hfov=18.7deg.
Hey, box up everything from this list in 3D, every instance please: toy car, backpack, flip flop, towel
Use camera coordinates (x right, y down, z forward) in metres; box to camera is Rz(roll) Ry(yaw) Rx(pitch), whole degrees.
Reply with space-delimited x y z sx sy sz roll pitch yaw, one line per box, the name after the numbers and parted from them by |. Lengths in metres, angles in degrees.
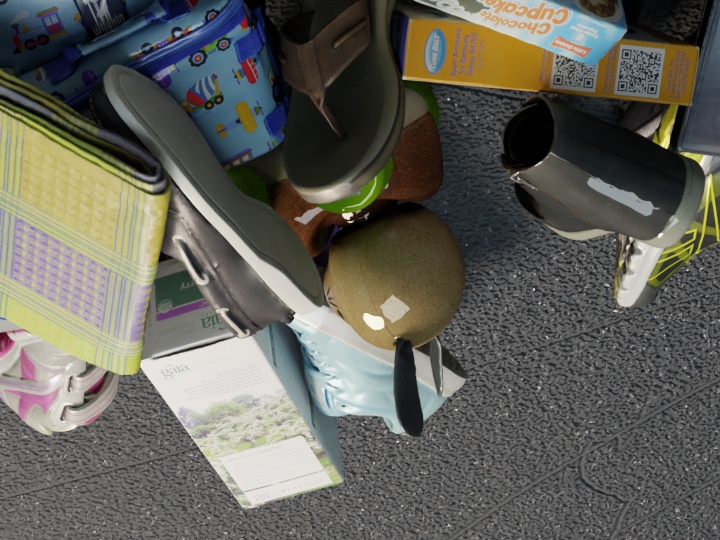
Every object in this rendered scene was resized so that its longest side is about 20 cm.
0.000 0.000 1.344 0.157 0.164 0.201 -20 100 19 | toy car
-0.144 -0.146 1.220 0.181 0.135 0.201 -24 135 -7 | backpack
-0.015 -0.131 1.216 0.081 0.202 0.057 -10 154 38 | flip flop
-0.171 -0.026 1.195 0.143 0.023 0.201 28 144 9 | towel

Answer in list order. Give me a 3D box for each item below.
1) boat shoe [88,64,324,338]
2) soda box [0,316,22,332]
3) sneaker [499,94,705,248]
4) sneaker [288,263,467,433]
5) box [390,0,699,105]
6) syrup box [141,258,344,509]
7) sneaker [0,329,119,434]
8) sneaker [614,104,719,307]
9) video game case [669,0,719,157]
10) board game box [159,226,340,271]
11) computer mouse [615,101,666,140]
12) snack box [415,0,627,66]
-0.095 -0.032 1.201 0.060 0.074 0.200 -28 135 15 | boat shoe
-0.243 -0.040 1.304 0.068 0.064 0.200 -7 145 24 | soda box
0.119 -0.070 1.310 0.106 0.075 0.200 25 176 -19 | sneaker
-0.012 0.060 1.459 0.199 0.074 0.082 33 102 -39 | sneaker
0.088 -0.133 1.296 0.198 0.119 0.042 6 102 -13 | box
-0.081 0.073 1.477 0.078 0.082 0.200 -16 141 10 | syrup box
-0.194 0.058 1.483 0.088 0.081 0.200 51 153 -7 | sneaker
0.215 -0.036 1.389 0.084 0.075 0.201 10 146 -6 | sneaker
0.271 -0.158 1.280 0.142 0.019 0.202 7 109 -15 | video game case
-0.057 0.024 1.530 0.164 0.057 0.200 -15 141 15 | board game box
0.214 -0.102 1.406 0.138 0.053 0.200 29 140 -28 | computer mouse
0.051 -0.194 1.209 0.199 0.117 0.037 17 138 -26 | snack box
